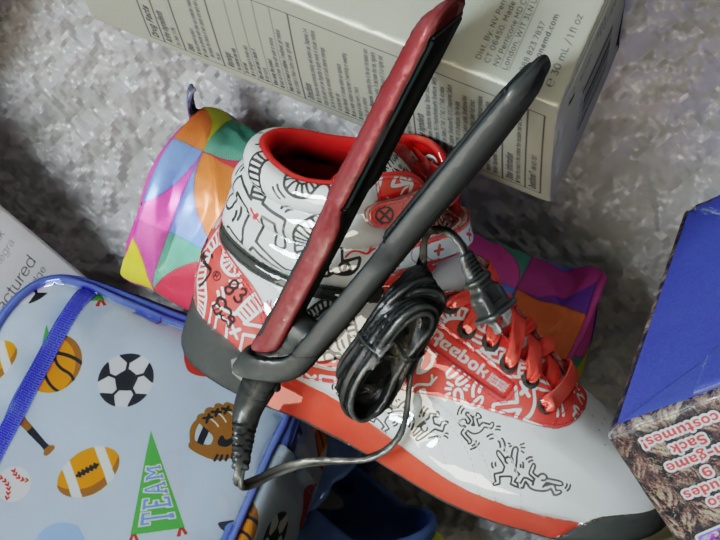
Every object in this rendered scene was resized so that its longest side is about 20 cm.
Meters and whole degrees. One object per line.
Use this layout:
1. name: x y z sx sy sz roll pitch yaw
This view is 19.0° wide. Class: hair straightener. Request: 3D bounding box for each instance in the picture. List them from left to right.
1. hair straightener: 0.012 0.007 0.736 0.077 0.041 0.200 34 115 6

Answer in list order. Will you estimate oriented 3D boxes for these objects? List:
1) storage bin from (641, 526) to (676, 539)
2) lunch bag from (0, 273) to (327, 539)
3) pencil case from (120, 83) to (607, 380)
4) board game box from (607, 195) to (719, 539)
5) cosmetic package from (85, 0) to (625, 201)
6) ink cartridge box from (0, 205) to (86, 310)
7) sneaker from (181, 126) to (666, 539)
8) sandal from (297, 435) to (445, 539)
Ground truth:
1. storage bin: 0.054 0.165 0.808 0.199 0.198 0.094 -18 87 22
2. lunch bag: -0.116 0.108 0.865 0.160 0.201 0.076 21 160 19
3. pencil case: 0.000 0.000 0.877 0.199 0.088 0.089 26 129 7
4. board game box: 0.195 0.076 0.783 0.097 0.160 0.200 -24 109 31
5. cosmetic package: -0.006 -0.107 0.788 0.199 0.071 0.105 23 166 9
6. ink cartridge box: -0.235 0.004 0.902 0.084 0.145 0.200 8 151 51
7. sneaker: 0.035 0.019 0.790 0.201 0.067 0.108 23 118 10
8. sandal: -0.051 0.099 0.982 0.199 0.079 0.088 2 106 22
